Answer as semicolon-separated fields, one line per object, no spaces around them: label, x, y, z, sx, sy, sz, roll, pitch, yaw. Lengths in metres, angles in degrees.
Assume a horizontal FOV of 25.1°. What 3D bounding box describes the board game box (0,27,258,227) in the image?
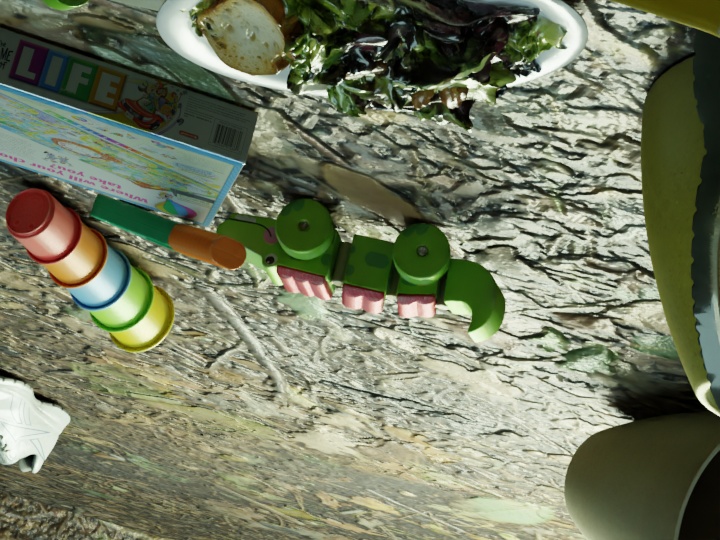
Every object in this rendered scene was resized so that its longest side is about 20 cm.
board game box;-0.171;-0.089;0.980;0.198;0.035;0.134;18;161;-10

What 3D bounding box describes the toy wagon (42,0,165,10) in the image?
toy wagon;-0.132;-0.173;0.697;0.154;0.040;0.199;-5;153;45

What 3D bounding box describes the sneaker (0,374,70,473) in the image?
sneaker;-0.403;0.172;1.845;0.074;0.088;0.200;6;159;30

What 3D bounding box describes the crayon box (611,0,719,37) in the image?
crayon box;0.100;-0.110;0.509;0.126;0.051;0.199;-3;-157;-46

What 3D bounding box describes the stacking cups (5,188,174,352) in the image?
stacking cups;-0.206;-0.005;1.238;0.060;0.061;0.200;7;155;22

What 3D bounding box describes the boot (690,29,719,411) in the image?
boot;0.205;-0.032;0.639;0.137;0.202;0.077;3;-159;23

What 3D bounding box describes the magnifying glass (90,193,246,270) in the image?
magnifying glass;-0.124;-0.024;1.074;0.079;0.023;0.200;24;178;-27

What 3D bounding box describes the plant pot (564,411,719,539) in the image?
plant pot;0.256;0.190;1.288;0.186;0.189;0.200;25;173;-30

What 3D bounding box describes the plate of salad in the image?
plate of salad;0.005;-0.099;0.744;0.198;0.049;0.200;1;169;0

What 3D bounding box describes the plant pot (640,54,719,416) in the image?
plant pot;0.221;0.001;0.772;0.198;0.143;0.200;14;162;4

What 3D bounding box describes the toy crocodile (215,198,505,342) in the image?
toy crocodile;0.000;0.000;1.068;0.198;0.062;0.068;12;162;9
